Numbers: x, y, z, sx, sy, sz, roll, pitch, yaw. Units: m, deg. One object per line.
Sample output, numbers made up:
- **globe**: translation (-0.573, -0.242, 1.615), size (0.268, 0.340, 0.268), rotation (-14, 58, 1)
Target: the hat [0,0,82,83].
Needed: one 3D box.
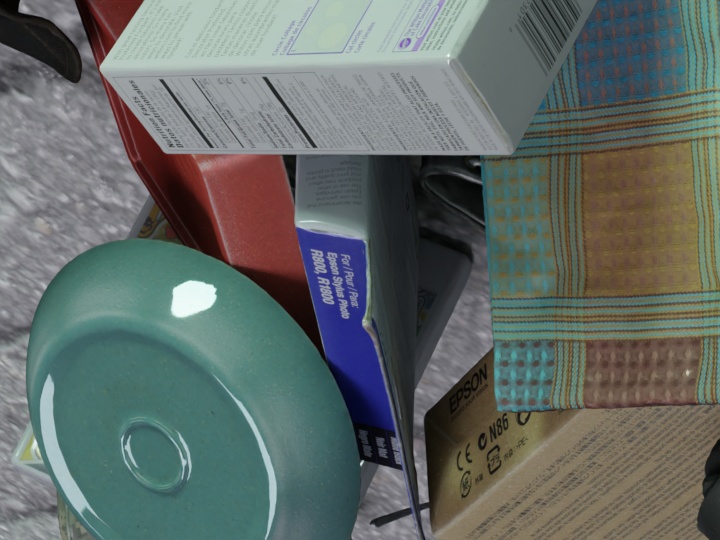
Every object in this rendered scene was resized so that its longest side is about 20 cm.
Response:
- **hat**: translation (-0.210, -0.169, 1.224), size (0.200, 0.081, 0.201), rotation (25, 175, 2)

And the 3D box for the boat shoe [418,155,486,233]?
- **boat shoe**: translation (0.110, -0.014, 1.177), size (0.199, 0.071, 0.072), rotation (30, 151, -8)

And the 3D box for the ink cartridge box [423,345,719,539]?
- **ink cartridge box**: translation (0.145, 0.068, 1.174), size (0.164, 0.076, 0.200), rotation (11, 146, -25)

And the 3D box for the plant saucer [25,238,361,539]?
- **plant saucer**: translation (-0.093, 0.083, 1.219), size (0.199, 0.036, 0.201), rotation (15, 121, 27)

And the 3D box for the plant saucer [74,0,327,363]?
- **plant saucer**: translation (-0.084, -0.060, 1.227), size (0.200, 0.037, 0.201), rotation (55, 166, 35)

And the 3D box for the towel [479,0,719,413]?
- **towel**: translation (0.104, -0.042, 1.051), size (0.022, 0.202, 0.146), rotation (-1, 177, -42)

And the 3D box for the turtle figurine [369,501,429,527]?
- **turtle figurine**: translation (0.085, 0.188, 1.434), size (0.144, 0.200, 0.194), rotation (40, 163, 15)

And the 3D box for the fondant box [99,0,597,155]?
- **fondant box**: translation (0.005, -0.120, 1.042), size (0.199, 0.145, 0.058), rotation (4, 143, 41)

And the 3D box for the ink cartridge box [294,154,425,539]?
- **ink cartridge box**: translation (0.000, 0.000, 1.186), size (0.040, 0.201, 0.200), rotation (-5, 143, 6)

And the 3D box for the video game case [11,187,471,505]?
- **video game case**: translation (-0.063, 0.050, 1.317), size (0.181, 0.201, 0.023), rotation (21, 164, 18)

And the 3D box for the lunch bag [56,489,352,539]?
- **lunch bag**: translation (-0.095, 0.139, 1.551), size (0.166, 0.140, 0.201), rotation (-9, 143, 0)

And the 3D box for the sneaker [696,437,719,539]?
- **sneaker**: translation (0.191, 0.102, 1.036), size (0.112, 0.077, 0.200), rotation (55, 176, 11)
